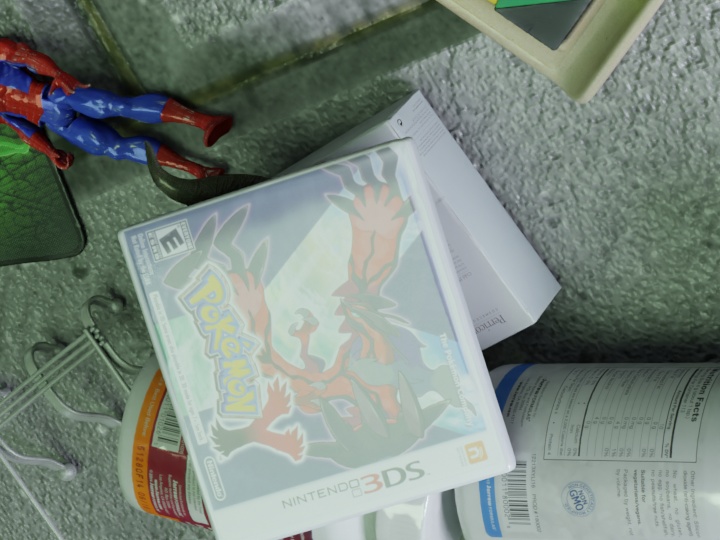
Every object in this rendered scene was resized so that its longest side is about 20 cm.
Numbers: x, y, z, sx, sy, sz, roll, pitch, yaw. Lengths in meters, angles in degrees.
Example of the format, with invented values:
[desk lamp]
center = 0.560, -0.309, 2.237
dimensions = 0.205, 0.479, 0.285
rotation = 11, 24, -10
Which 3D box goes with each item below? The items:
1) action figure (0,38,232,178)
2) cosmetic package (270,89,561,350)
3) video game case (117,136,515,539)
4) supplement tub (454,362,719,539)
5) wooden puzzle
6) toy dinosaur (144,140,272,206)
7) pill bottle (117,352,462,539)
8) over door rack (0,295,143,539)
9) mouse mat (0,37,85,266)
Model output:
[action figure]
center = -0.180, -0.099, 1.716
dimensions = 0.200, 0.052, 0.066
rotation = 20, 126, 17
[cosmetic package]
center = 0.000, 0.000, 1.679
dimensions = 0.200, 0.052, 0.151
rotation = -29, 100, 37
[video game case]
center = -0.026, 0.044, 1.584
dimensions = 0.182, 0.023, 0.200
rotation = -17, 92, 12
[supplement tub]
center = 0.167, 0.119, 1.610
dimensions = 0.200, 0.132, 0.132
rotation = -1, 117, 28
[wooden puzzle]
center = 0.087, -0.208, 1.517
dimensions = 0.200, 0.037, 0.185
rotation = 37, 129, 4
[toy dinosaur]
center = -0.051, -0.005, 1.635
dimensions = 0.102, 0.077, 0.200
rotation = -35, 87, 10
[pill bottle]
center = -0.037, 0.114, 1.667
dimensions = 0.200, 0.110, 0.110
rotation = 13, 123, 20
[over door rack]
center = -0.162, 0.134, 1.824
dimensions = 0.148, 0.067, 0.200
rotation = -38, 76, 38
[mouse mat]
center = -0.284, -0.070, 1.817
dimensions = 0.200, 0.008, 0.161
rotation = -7, 114, 32
